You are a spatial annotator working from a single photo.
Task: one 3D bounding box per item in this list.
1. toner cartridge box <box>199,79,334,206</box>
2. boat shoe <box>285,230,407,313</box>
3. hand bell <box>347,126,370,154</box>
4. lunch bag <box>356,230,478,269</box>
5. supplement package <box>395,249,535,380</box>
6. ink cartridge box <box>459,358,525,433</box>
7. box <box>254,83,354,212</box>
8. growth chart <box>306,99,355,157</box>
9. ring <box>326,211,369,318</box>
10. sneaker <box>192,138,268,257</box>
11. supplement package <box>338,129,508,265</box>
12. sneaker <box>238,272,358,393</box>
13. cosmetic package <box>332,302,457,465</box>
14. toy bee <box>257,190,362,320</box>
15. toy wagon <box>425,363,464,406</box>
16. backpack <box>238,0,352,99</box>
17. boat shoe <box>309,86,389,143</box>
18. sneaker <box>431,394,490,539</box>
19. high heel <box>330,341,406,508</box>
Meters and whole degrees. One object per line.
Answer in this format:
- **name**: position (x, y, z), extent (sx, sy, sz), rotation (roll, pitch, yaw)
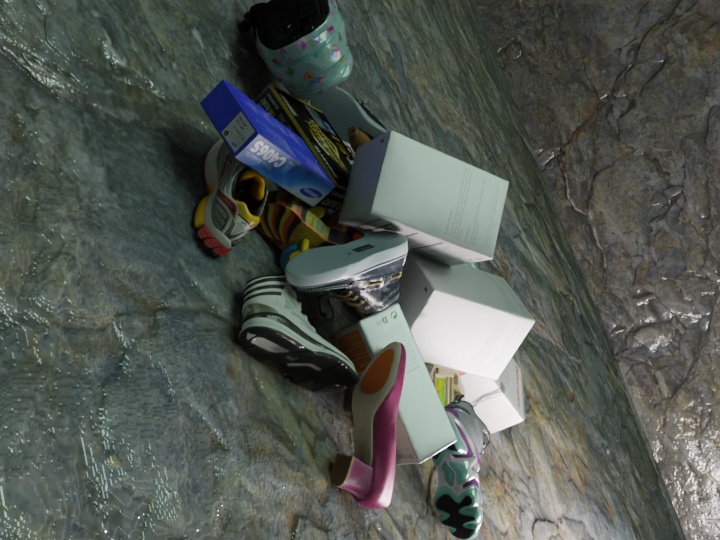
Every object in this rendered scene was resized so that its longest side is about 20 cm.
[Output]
- **toner cartridge box**: position (-0.111, -0.154, 1.060), extent (0.096, 0.043, 0.199), rotation (57, 13, 25)
- **boat shoe**: position (-0.013, 0.017, 1.091), extent (0.198, 0.070, 0.093), rotation (-17, 120, -41)
- **hand bell**: position (0.023, -0.174, 1.393), extent (0.200, 0.102, 0.106), rotation (47, 26, -59)
- **lunch bag**: position (0.078, -0.041, 1.378), extent (0.196, 0.122, 0.173), rotation (10, 51, -25)
- **supplement package**: position (0.138, 0.065, 1.279), extent (0.197, 0.123, 0.120), rotation (17, 26, -30)
- **ink cartridge box**: position (0.219, 0.177, 1.562), extent (0.201, 0.082, 0.148), rotation (53, 26, -26)
- **box**: position (-0.062, -0.175, 1.289), extent (0.202, 0.049, 0.159), rotation (57, 17, 21)
- **growth chart**: position (-0.034, -0.232, 1.505), extent (0.201, 0.017, 0.146), rotation (52, 27, -28)
- **ring**: position (0.000, 0.000, 1.349), extent (0.201, 0.019, 0.203), rotation (48, 28, -37)
- **sneaker**: position (-0.147, -0.105, 1.056), extent (0.078, 0.081, 0.203), rotation (43, 30, -36)
- **supplement package**: position (0.088, -0.095, 1.187), extent (0.196, 0.117, 0.120), rotation (20, 79, -21)
- **sneaker**: position (-0.071, 0.069, 1.058), extent (0.200, 0.075, 0.117), rotation (38, 36, -42)
- **cosmetic package**: position (0.045, 0.158, 1.166), extent (0.070, 0.101, 0.204), rotation (-23, 87, -27)
- **toy bee**: position (-0.056, -0.040, 1.157), extent (0.200, 0.107, 0.133), rotation (40, 31, -44)
- **toy wagon**: position (0.114, 0.209, 1.316), extent (0.199, 0.039, 0.159), rotation (20, 69, -58)
- **backpack**: position (-0.085, -0.355, 1.296), extent (0.127, 0.165, 0.201), rotation (52, 10, -34)
- **boat shoe**: position (-0.011, -0.262, 1.464), extent (0.197, 0.074, 0.069), rotation (27, 23, -29)
- **sneaker**: position (0.163, 0.286, 1.276), extent (0.139, 0.076, 0.205), rotation (-31, 115, -53)
- **high heel**: position (0.034, 0.198, 1.086), extent (0.095, 0.067, 0.204), rotation (35, 64, -37)
